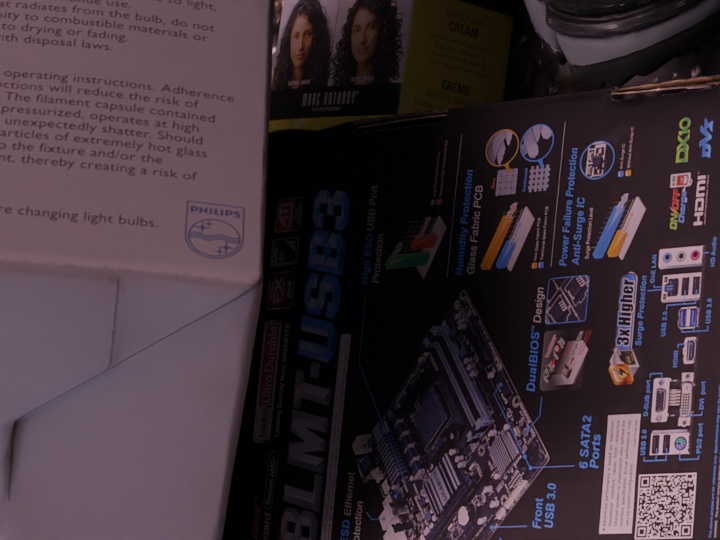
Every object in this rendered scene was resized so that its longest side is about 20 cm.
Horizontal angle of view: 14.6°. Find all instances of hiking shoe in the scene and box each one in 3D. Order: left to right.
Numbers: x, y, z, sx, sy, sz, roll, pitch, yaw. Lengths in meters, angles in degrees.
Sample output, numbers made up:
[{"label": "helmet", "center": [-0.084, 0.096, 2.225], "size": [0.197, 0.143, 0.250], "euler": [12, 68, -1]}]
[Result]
[{"label": "hiking shoe", "center": [0.048, -0.135, 0.851], "size": [0.200, 0.074, 0.087], "euler": [43, 156, 51]}]

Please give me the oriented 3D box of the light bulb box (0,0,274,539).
[{"label": "light bulb box", "center": [-0.095, -0.004, 0.830], "size": [0.201, 0.124, 0.199], "euler": [-90, 9, -46]}]

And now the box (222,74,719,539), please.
[{"label": "box", "center": [0.050, 0.050, 0.799], "size": [0.198, 0.050, 0.201], "euler": [-7, 70, 37]}]

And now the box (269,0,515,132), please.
[{"label": "box", "center": [0.000, 0.000, 0.925], "size": [0.075, 0.050, 0.201], "euler": [3, 83, 50]}]
